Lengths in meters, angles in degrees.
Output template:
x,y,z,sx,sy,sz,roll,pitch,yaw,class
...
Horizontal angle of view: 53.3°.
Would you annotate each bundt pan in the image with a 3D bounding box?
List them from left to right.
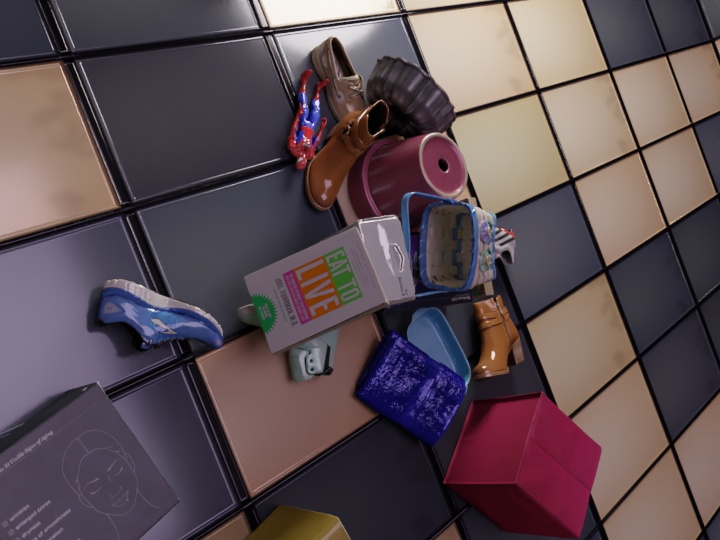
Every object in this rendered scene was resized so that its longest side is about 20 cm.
x,y,z,sx,sy,sz,roll,pitch,yaw,class
0.090,-0.329,1.434,0.202,0.201,0.076,42,80,-22,bundt pan

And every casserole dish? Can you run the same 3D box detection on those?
x,y,z,sx,sy,sz,roll,pitch,yaw,class
0.148,0.170,1.433,0.121,0.039,0.202,-34,99,-39,casserole dish

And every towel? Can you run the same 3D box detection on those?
x,y,z,sx,sy,sz,roll,pitch,yaw,class
0.100,0.221,1.344,0.199,0.049,0.149,35,73,-18,towel

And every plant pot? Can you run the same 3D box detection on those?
x,y,z,sx,sy,sz,roll,pitch,yaw,class
-0.109,0.493,1.049,0.199,0.193,0.197,-30,97,-34,plant pot
0.103,-0.177,1.401,0.198,0.178,0.203,11,71,-35,plant pot

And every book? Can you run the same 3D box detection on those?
x,y,z,sx,sy,sz,roll,pitch,yaw,class
-0.070,0.032,1.135,0.048,0.198,0.135,43,23,-77,book

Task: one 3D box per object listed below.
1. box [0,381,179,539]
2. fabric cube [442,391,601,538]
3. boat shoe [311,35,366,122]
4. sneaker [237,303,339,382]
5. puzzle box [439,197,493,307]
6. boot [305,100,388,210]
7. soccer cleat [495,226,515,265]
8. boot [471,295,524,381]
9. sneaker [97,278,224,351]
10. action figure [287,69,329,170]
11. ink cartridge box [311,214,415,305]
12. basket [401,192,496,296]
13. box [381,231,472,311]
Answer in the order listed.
x,y,z,sx,sy,sz,roll,pitch,yaw,class
-0.381,0.285,0.925,0.200,0.123,0.198,-39,104,-38,box
0.319,0.382,1.411,0.199,0.195,0.201,41,57,-20,fabric cube
-0.028,-0.362,1.419,0.072,0.065,0.202,-29,97,-39,boat shoe
-0.119,0.124,1.209,0.199,0.073,0.120,17,67,-35,sneaker
0.198,-0.035,1.468,0.025,0.132,0.203,-2,78,-39,puzzle box
-0.020,-0.215,1.327,0.076,0.155,0.202,37,58,-25,boot
0.274,-0.067,1.581,0.199,0.068,0.086,18,63,-39,soccer cleat
0.268,0.143,1.514,0.199,0.073,0.157,-18,88,-55,boot
-0.302,0.086,1.083,0.198,0.078,0.090,23,72,-23,sneaker
-0.100,-0.281,1.354,0.065,0.051,0.203,22,67,-36,action figure
0.000,0.000,1.251,0.087,0.199,0.147,-10,85,-31,ink cartridge box
0.150,-0.047,1.277,0.198,0.138,0.179,-3,94,-35,basket
0.114,-0.002,1.382,0.198,0.079,0.143,-5,98,-26,box
